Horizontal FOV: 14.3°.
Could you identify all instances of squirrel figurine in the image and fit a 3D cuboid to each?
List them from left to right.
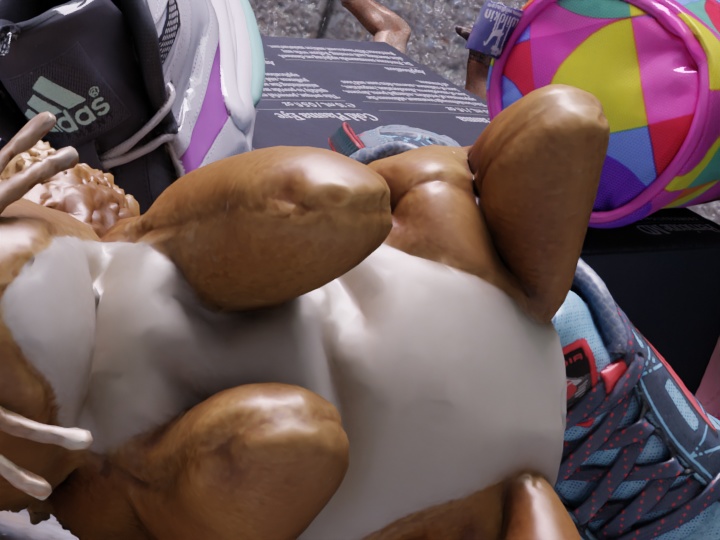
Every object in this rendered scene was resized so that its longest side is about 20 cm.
[{"bbox_3d":[-0.058,0.028,0.682,0.186,0.142,0.200,4,-5,-23],"label":"squirrel figurine"}]

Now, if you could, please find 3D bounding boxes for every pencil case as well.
[{"bbox_3d":[0.109,-0.061,0.984,0.088,0.089,0.200,19,13,25],"label":"pencil case"}]

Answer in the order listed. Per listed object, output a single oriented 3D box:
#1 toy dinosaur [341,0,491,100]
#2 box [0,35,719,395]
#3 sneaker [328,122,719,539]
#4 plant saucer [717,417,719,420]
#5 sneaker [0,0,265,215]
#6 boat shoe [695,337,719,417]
[{"bbox_3d":[0.026,-0.040,1.185,0.200,0.136,0.086,16,14,-28],"label":"toy dinosaur"},{"bbox_3d":[0.000,0.000,0.987,0.182,0.104,0.200,30,19,32],"label":"box"},{"bbox_3d":[0.051,0.042,0.792,0.200,0.079,0.096,47,-1,10],"label":"sneaker"},{"bbox_3d":[0.122,0.077,1.148,0.200,0.051,0.201,16,4,-1],"label":"plant saucer"},{"bbox_3d":[-0.073,-0.027,0.821,0.078,0.200,0.140,-22,-25,13],"label":"sneaker"},{"bbox_3d":[0.167,0.009,1.041,0.060,0.072,0.202,-14,-8,-13],"label":"boat shoe"}]
